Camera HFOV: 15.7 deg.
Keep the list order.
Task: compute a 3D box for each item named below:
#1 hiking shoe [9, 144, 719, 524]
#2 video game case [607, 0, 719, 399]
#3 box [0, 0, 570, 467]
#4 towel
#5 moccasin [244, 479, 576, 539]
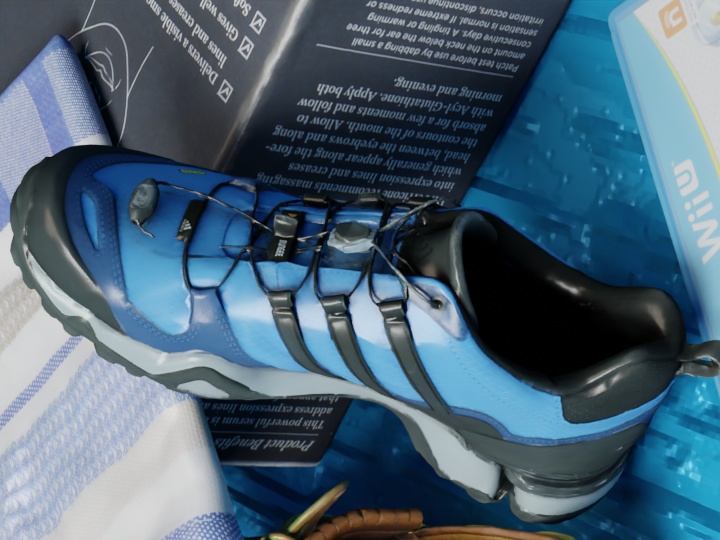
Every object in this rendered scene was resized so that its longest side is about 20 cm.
[{"bbox_3d":[0.000,0.000,0.750,0.087,0.200,0.075,124,162,-49],"label":"hiking shoe"},{"bbox_3d":[0.155,-0.056,0.701,0.200,0.018,0.143,-36,60,43],"label":"video game case"},{"bbox_3d":[-0.047,-0.056,0.874,0.148,0.107,0.200,51,123,39],"label":"box"},{"bbox_3d":[-0.106,0.045,0.833,0.147,0.024,0.200,-45,54,37],"label":"towel"},{"bbox_3d":[0.000,0.103,0.808,0.201,0.074,0.078,4,132,51],"label":"moccasin"}]
